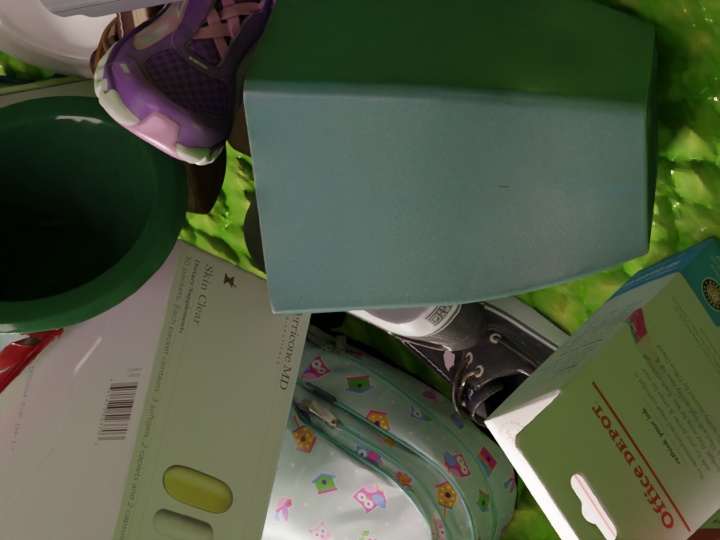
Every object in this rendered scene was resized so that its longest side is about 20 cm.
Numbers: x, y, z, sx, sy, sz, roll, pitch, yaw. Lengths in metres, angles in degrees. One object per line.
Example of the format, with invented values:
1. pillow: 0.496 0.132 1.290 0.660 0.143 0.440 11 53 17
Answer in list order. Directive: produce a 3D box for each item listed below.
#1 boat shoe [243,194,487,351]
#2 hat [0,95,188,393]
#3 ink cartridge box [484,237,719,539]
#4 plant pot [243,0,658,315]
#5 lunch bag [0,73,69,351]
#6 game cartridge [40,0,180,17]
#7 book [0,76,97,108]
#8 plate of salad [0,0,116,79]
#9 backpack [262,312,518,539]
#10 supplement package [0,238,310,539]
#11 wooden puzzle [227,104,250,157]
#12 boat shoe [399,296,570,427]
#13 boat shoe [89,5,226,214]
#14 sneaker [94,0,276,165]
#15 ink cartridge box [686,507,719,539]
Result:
1. boat shoe: 0.000 0.000 1.352 0.057 0.069 0.200 37 176 -42
2. hat: -0.185 0.016 1.343 0.198 0.167 0.177 -10 144 2
3. ink cartridge box: 0.146 0.087 1.181 0.068 0.200 0.116 -26 100 50
4. plant pot: 0.055 -0.071 1.173 0.198 0.142 0.142 1 125 10
5. lunch bag: -0.238 -0.010 1.501 0.127 0.170 0.201 1 122 43
6. game cartridge: -0.105 -0.238 1.198 0.133 0.202 0.040 -2 161 41
7. book: -0.217 -0.047 1.403 0.048 0.199 0.135 5 105 42
8. plate of salad: -0.166 -0.195 1.347 0.198 0.048 0.201 4 138 4
9. backpack: -0.003 0.131 1.419 0.199 0.126 0.168 30 133 19
10. supplement package: -0.135 0.099 1.342 0.110 0.202 0.155 25 160 -39
11. wooden puzzle: -0.004 -0.135 1.290 0.184 0.037 0.201 25 130 29
12. boat shoe: 0.090 0.070 1.327 0.199 0.066 0.070 31 136 24
13. boat shoe: -0.131 -0.121 1.335 0.071 0.072 0.201 7 134 19
14. sneaker: -0.078 -0.131 1.206 0.080 0.200 0.089 36 120 -7
15. ink cartridge box: 0.261 0.137 1.112 0.146 0.200 0.083 -5 113 45
